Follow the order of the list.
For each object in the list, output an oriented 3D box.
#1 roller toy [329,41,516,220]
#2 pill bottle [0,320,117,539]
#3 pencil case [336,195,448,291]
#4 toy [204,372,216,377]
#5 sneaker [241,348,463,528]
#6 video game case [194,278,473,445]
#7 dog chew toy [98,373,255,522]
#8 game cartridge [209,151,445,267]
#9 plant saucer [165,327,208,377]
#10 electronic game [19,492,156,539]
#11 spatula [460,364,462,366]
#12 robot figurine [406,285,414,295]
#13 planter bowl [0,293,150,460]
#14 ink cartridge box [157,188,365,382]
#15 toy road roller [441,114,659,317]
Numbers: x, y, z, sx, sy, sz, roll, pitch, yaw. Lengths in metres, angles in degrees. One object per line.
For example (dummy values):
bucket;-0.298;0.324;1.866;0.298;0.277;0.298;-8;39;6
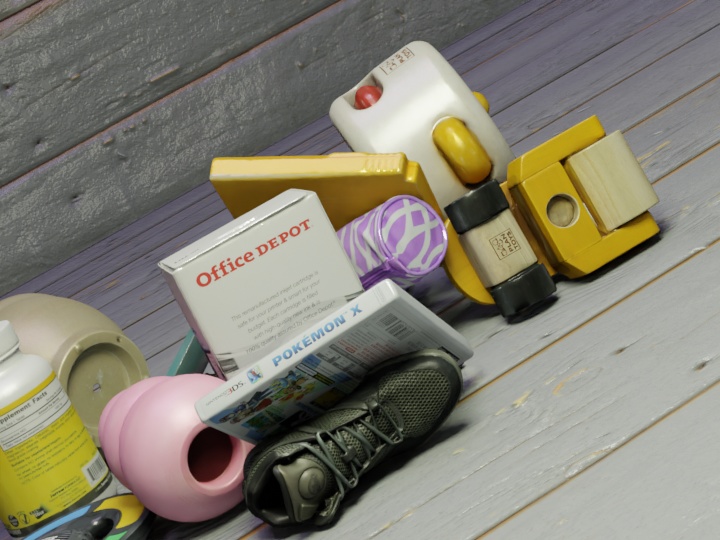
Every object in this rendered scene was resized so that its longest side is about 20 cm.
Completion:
roller toy;0.069;-0.131;1.760;0.140;0.183;0.200;-37;-21;2
pill bottle;-0.325;0.154;1.677;0.112;0.201;0.112;-26;11;6
pencil case;0.000;0.000;1.649;0.086;0.084;0.200;-52;9;-37
toy;-0.135;0.121;1.775;0.115;0.047;0.200;-23;13;13
sneaker;-0.006;0.137;1.356;0.199;0.076;0.114;-29;13;8
video game case;-0.016;0.086;1.408;0.182;0.022;0.200;-33;-24;10
dog chew toy;-0.166;0.146;1.520;0.124;0.125;0.200;-32;19;-24
game cartridge;-0.023;-0.055;1.677;0.199;0.176;0.033;-2;60;17
plant saucer;-0.180;0.113;1.743;0.201;0.027;0.200;-62;7;13
electronic game;-0.266;0.251;1.521;0.199;0.042;0.200;-26;12;6
spatula;0.002;0.094;1.505;0.199;0.021;0.056;-11;-3;-25
robot figurine;-0.015;0.003;1.853;0.170;0.113;0.200;-63;20;-7
planter bowl;-0.302;0.121;1.809;0.134;0.201;0.200;-4;25;46
ink cartridge box;-0.067;0.048;1.557;0.146;0.201;0.086;-29;12;-11
toy road roller;0.167;-0.046;1.653;0.199;0.123;0.146;-30;0;-9
